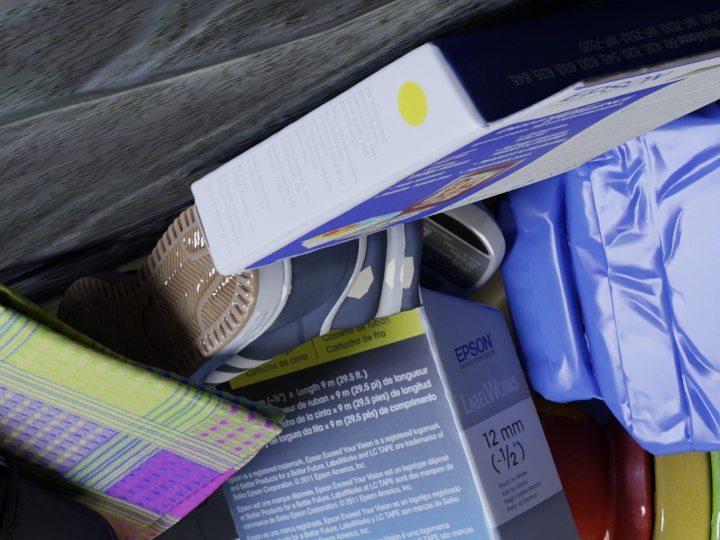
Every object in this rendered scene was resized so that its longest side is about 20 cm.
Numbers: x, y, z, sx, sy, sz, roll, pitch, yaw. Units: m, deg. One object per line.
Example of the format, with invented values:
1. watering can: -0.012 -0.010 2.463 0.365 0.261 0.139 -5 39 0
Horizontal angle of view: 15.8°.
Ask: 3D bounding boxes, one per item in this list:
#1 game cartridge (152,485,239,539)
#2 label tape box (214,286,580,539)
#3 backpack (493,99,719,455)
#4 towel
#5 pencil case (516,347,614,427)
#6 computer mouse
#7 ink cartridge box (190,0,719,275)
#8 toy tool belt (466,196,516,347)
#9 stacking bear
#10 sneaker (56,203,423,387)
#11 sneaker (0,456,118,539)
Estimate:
1. game cartridge: -0.144 0.099 1.257 0.199 0.134 0.041 -22 177 8
2. label tape box: 0.005 0.073 1.144 0.143 0.201 0.066 -18 180 39
3. backpack: 0.159 -0.022 1.157 0.167 0.164 0.200 0 -166 24
4. towel: -0.132 0.069 1.068 0.143 0.023 0.200 23 148 -20
5. pencil case: 0.075 0.079 1.276 0.199 0.084 0.091 -20 -158 -7
6. computer mouse: 0.000 0.000 1.167 0.200 0.109 0.044 -34 -151 49
7. ink cartridge box: 0.071 -0.064 0.901 0.197 0.047 0.200 -16 172 -41
8. toy tool belt: 0.077 0.021 1.378 0.199 0.124 0.125 -23 -172 -37
9. stacking bear: 0.148 0.103 1.199 0.199 0.115 0.121 2 -166 -5
10. sneaker: -0.047 0.012 1.079 0.108 0.070 0.200 -17 171 -32
11. sneaker: -0.177 0.092 1.025 0.199 0.076 0.079 17 137 -29
